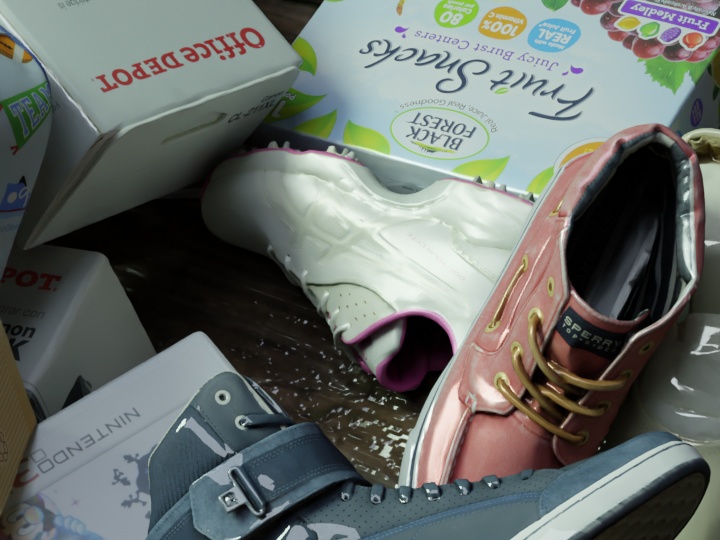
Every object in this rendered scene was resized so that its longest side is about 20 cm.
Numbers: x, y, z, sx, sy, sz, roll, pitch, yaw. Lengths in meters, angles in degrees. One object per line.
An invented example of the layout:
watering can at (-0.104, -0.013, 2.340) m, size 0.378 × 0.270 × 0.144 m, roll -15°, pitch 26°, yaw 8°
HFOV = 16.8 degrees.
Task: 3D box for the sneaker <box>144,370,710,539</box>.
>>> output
sneaker at (0.015, 0.080, 0.905) m, size 0.201 × 0.077 × 0.147 m, roll -30°, pitch 61°, yaw -3°

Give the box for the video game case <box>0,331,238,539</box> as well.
video game case at (-0.077, 0.139, 0.936) m, size 0.181 × 0.024 × 0.200 m, roll -30°, pitch 65°, yaw -25°

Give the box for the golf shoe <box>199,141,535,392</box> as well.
golf shoe at (0.000, 0.000, 1.065) m, size 0.199 × 0.075 × 0.092 m, roll 12°, pitch 70°, yaw 37°

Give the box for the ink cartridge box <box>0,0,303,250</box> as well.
ink cartridge box at (-0.145, -0.122, 1.080) m, size 0.200 × 0.083 × 0.145 m, roll 50°, pitch 37°, yaw 12°

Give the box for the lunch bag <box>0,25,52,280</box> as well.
lunch bag at (-0.219, -0.054, 1.007) m, size 0.200 × 0.161 × 0.075 m, roll 39°, pitch 29°, yaw 28°

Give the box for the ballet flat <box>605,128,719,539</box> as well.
ballet flat at (0.138, 0.023, 0.996) m, size 0.069 × 0.070 × 0.201 m, roll -3°, pitch 49°, yaw 16°

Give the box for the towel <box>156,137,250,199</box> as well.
towel at (-0.126, -0.128, 1.173) m, size 0.143 × 0.023 × 0.202 m, roll -3°, pitch 73°, yaw -2°

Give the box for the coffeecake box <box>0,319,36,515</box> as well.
coffeecake box at (-0.244, 0.027, 0.926) m, size 0.198 × 0.155 × 0.073 m, roll -9°, pitch 28°, yaw 12°

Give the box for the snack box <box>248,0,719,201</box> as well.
snack box at (0.064, -0.082, 1.127) m, size 0.199 × 0.053 × 0.143 m, roll 16°, pitch 57°, yaw 30°

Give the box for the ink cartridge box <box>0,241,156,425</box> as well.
ink cartridge box at (-0.195, 0.082, 1.047) m, size 0.143 × 0.084 × 0.201 m, roll 8°, pitch 52°, yaw 24°

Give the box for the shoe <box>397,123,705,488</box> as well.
shoe at (0.074, 0.037, 0.951) m, size 0.071 × 0.091 × 0.201 m, roll 25°, pitch 78°, yaw -4°
